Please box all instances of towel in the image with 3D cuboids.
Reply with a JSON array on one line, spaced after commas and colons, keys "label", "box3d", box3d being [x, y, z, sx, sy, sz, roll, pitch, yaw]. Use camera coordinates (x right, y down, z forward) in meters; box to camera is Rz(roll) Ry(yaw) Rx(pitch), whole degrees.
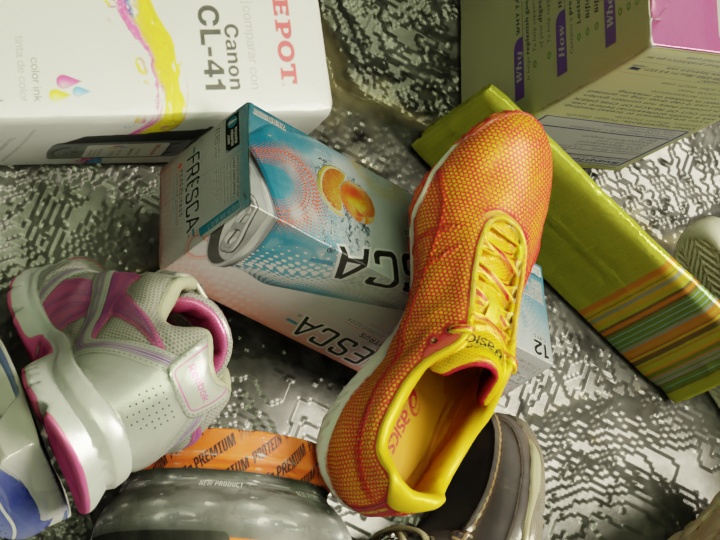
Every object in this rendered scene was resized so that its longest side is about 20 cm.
[{"label": "towel", "box3d": [0.118, -0.013, 1.248, 0.200, 0.086, 0.018, 43, 58, -9]}]

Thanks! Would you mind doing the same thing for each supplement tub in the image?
[{"label": "supplement tub", "box3d": [-0.066, 0.177, 1.104, 0.122, 0.122, 0.201, 9, 74, -22]}]

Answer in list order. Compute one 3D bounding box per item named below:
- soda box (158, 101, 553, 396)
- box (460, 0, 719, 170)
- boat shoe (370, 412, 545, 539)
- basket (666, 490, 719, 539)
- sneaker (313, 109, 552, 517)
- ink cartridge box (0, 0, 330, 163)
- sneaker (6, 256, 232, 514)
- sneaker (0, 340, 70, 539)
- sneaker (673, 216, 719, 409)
[{"label": "soda box", "box3d": [0.000, 0.000, 1.164, 0.200, 0.068, 0.064, 27, 43, -35]}, {"label": "box", "box3d": [0.134, -0.161, 1.225, 0.096, 0.200, 0.177, 5, 76, -23]}, {"label": "boat shoe", "box3d": [0.032, 0.155, 1.179, 0.073, 0.074, 0.201, 25, 68, -17]}, {"label": "basket", "box3d": [0.185, 0.191, 1.189, 0.200, 0.136, 0.123, -41, 90, -12]}, {"label": "sneaker", "box3d": [0.050, 0.021, 1.102, 0.073, 0.077, 0.201, 29, 73, -32]}, {"label": "ink cartridge box", "box3d": [-0.126, -0.130, 1.160, 0.199, 0.086, 0.148, -3, 79, -23]}, {"label": "sneaker", "box3d": [-0.100, 0.039, 1.084, 0.088, 0.200, 0.082, -22, 112, -4]}, {"label": "sneaker", "box3d": [-0.213, 0.056, 1.068, 0.115, 0.081, 0.199, -29, 50, -13]}, {"label": "sneaker", "box3d": [0.235, 0.053, 1.295, 0.084, 0.075, 0.201, -30, 101, -25]}]
